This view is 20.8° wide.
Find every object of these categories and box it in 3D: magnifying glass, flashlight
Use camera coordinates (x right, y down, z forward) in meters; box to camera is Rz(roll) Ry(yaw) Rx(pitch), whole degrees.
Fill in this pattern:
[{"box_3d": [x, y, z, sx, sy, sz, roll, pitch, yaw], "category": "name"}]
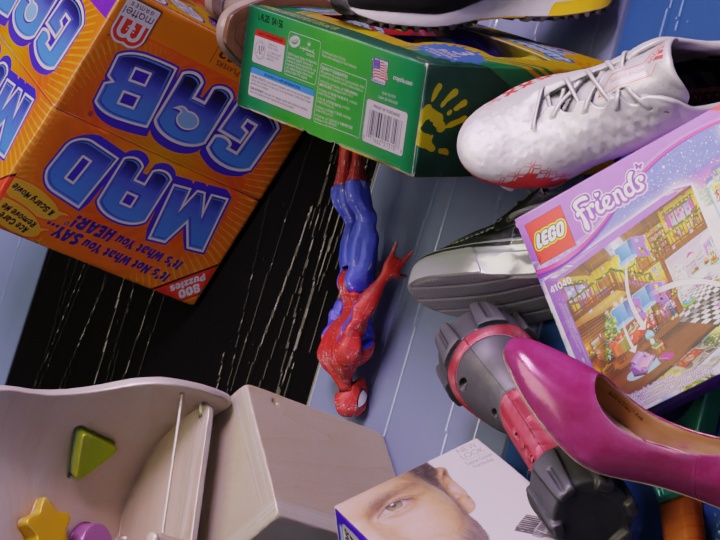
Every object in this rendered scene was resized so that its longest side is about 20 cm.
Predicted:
[{"box_3d": [0.180, 0.113, 1.124, 0.079, 0.022, 0.202, -27, 55, 37], "category": "magnifying glass"}, {"box_3d": [0.100, 0.090, 1.153, 0.200, 0.067, 0.069, -119, 27, -61], "category": "flashlight"}]

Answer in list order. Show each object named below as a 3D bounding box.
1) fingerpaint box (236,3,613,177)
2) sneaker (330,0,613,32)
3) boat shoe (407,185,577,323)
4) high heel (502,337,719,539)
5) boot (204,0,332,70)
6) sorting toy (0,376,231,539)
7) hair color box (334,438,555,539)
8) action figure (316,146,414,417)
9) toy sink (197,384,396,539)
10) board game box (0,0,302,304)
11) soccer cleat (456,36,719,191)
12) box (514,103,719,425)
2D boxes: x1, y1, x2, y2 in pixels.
[{"box_3d": [0.044, -0.119, 1.263, 0.199, 0.166, 0.074, 26, 113, 51], "category": "fingerpaint box"}, {"box_3d": [0.071, -0.205, 1.251, 0.070, 0.198, 0.091, -147, 53, -62], "category": "sneaker"}, {"box_3d": [0.121, -0.017, 1.224, 0.198, 0.072, 0.072, -10, 57, 33], "category": "boat shoe"}, {"box_3d": [0.172, 0.082, 1.049, 0.200, 0.067, 0.096, 43, 115, 12], "category": "high heel"}, {"box_3d": [-0.063, -0.175, 1.396, 0.146, 0.199, 0.071, 31, 105, 41], "category": "boot"}, {"box_3d": [-0.185, 0.154, 1.184, 0.106, 0.179, 0.202, -14, 61, 43], "category": "sorting toy"}, {"box_3d": [0.081, 0.185, 1.124, 0.200, 0.109, 0.065, 36, 141, 50], "category": "hair color box"}, {"box_3d": [0.000, 0.000, 1.348, 0.065, 0.051, 0.202, 171, 106, -69], "category": "action figure"}, {"box_3d": [-0.083, 0.184, 1.297, 0.200, 0.130, 0.113, -43, 45, 27], "category": "toy sink"}, {"box_3d": [-0.190, -0.133, 1.509, 0.201, 0.199, 0.200, -56, 40, 12], "category": "board game box"}, {"box_3d": [0.152, -0.098, 1.134, 0.198, 0.085, 0.069, -11, 70, -4], "category": "soccer cleat"}, {"box_3d": [0.197, -0.011, 1.099, 0.199, 0.039, 0.138, -29, 72, 27], "category": "box"}]
